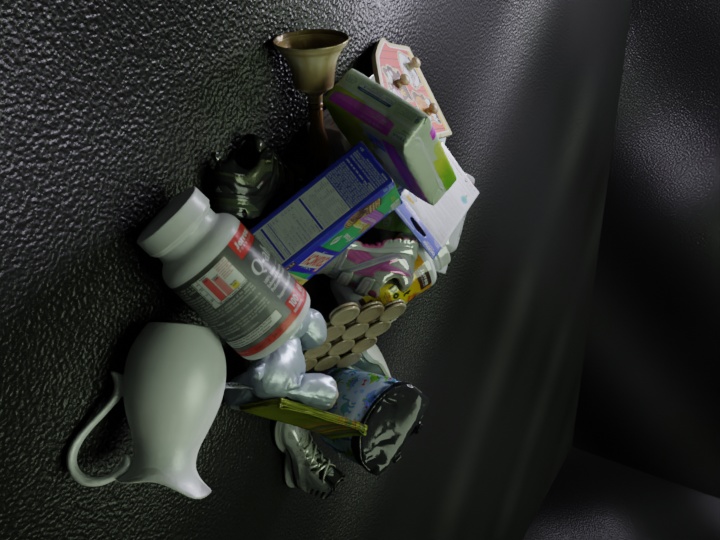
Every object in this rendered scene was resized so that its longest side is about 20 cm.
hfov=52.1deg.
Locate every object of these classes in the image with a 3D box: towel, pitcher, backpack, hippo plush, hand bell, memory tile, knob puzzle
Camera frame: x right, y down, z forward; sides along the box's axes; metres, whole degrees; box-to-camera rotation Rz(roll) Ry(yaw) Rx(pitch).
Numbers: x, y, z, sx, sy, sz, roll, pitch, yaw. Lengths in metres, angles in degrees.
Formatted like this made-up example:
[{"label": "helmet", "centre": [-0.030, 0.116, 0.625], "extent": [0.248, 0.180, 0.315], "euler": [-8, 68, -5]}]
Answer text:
[{"label": "towel", "centre": [-0.081, 0.225, 1.102], "extent": [0.200, 0.086, 0.018], "euler": [30, 52, -45]}, {"label": "pitcher", "centre": [-0.253, 0.163, 0.887], "extent": [0.121, 0.171, 0.200], "euler": [156, -60, -71]}, {"label": "backpack", "centre": [-0.005, 0.246, 1.269], "extent": [0.154, 0.200, 0.163], "euler": [44, 70, -12]}, {"label": "hippo plush", "centre": [-0.130, 0.118, 1.087], "extent": [0.200, 0.159, 0.161], "euler": [29, 54, -45]}, {"label": "hand bell", "centre": [-0.062, -0.228, 1.043], "extent": [0.104, 0.104, 0.200], "euler": [-42, 138, -45]}, {"label": "memory tile", "centre": [-0.023, 0.109, 1.218], "extent": [0.153, 0.017, 0.200], "euler": [-2, 144, -39]}, {"label": "knob puzzle", "centre": [0.084, -0.302, 1.226], "extent": [0.220, 0.030, 0.220], "euler": [36, 40, -39]}]

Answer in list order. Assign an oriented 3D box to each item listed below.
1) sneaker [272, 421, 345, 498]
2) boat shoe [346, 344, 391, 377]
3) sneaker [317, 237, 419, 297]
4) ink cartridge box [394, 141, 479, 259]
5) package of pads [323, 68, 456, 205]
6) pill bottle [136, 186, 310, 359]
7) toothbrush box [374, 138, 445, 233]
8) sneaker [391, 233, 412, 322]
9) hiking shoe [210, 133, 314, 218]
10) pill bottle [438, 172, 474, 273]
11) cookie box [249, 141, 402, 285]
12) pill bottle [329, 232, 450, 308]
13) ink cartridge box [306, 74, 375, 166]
[{"label": "sneaker", "centre": [-0.078, 0.310, 1.259], "extent": [0.076, 0.115, 0.201], "euler": [-44, 139, -43]}, {"label": "boat shoe", "centre": [0.010, 0.179, 1.431], "extent": [0.062, 0.073, 0.200], "euler": [-28, 154, 5]}, {"label": "sneaker", "centre": [0.000, 0.000, 1.178], "extent": [0.081, 0.200, 0.088], "euler": [113, -28, -77]}, {"label": "ink cartridge box", "centre": [0.120, -0.117, 1.246], "extent": [0.119, 0.042, 0.200], "euler": [51, 47, -17]}, {"label": "package of pads", "centre": [0.043, -0.184, 1.040], "extent": [0.068, 0.154, 0.200], "euler": [-51, 155, -4]}, {"label": "pill bottle", "centre": [-0.164, 0.004, 0.890], "extent": [0.200, 0.116, 0.116], "euler": [48, 57, -22]}, {"label": "toothbrush box", "centre": [0.073, -0.172, 1.328], "extent": [0.146, 0.086, 0.200], "euler": [2, 100, -61]}, {"label": "sneaker", "centre": [0.063, 0.024, 1.383], "extent": [0.080, 0.077, 0.200], "euler": [-5, 127, -48]}, {"label": "hiking shoe", "centre": [-0.125, -0.137, 1.002], "extent": [0.200, 0.076, 0.101], "euler": [-34, 130, -55]}, {"label": "pill bottle", "centre": [0.148, -0.101, 1.464], "extent": [0.113, 0.113, 0.200], "euler": [15, 90, -61]}, {"label": "cookie box", "centre": [-0.045, -0.073, 1.033], "extent": [0.200, 0.075, 0.171], "euler": [-38, 171, 3]}, {"label": "pill bottle", "centre": [0.054, 0.008, 1.280], "extent": [0.200, 0.109, 0.109], "euler": [-34, 139, -11]}, {"label": "ink cartridge box", "centre": [-0.020, -0.199, 1.165], "extent": [0.117, 0.067, 0.200], "euler": [-48, 142, -40]}]
